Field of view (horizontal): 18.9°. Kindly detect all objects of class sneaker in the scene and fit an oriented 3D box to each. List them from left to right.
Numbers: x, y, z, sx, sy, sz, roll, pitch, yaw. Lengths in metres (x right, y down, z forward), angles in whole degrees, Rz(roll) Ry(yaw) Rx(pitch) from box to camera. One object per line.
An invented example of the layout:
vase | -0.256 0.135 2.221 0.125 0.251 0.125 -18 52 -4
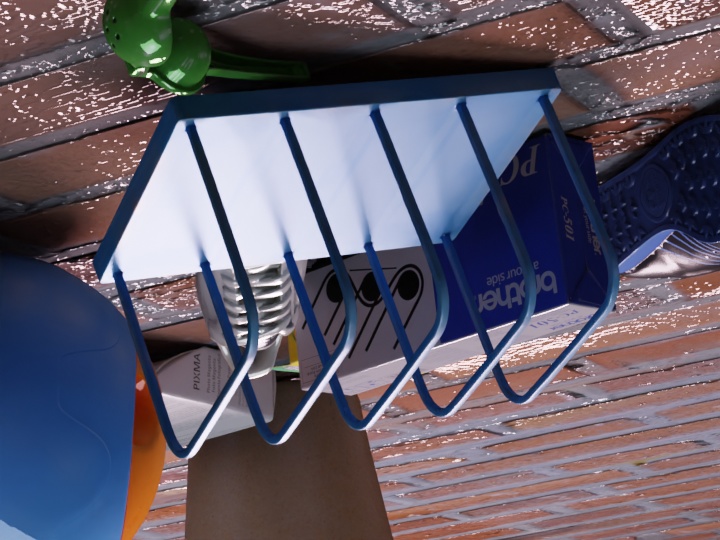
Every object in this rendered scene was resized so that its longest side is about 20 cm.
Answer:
sneaker | -0.055 -0.005 1.152 0.076 0.081 0.200 -4 162 -3
sneaker | 0.195 -0.040 1.166 0.078 0.071 0.200 -4 171 -26

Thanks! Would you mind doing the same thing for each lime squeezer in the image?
lime squeezer | -0.069 -0.104 0.891 0.071 0.038 0.200 -39 164 -4

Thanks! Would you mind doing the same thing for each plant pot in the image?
plant pot | -0.057 0.187 1.652 0.199 0.184 0.201 -6 164 -2

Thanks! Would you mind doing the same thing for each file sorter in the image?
file sorter | 0.000 0.000 1.013 0.199 0.123 0.139 -7 153 -28

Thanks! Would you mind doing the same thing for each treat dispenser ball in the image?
treat dispenser ball | -0.207 0.091 1.200 0.200 0.202 0.201 -6 165 -2

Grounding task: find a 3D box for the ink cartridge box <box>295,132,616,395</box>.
ink cartridge box | 0.045 0.001 1.187 0.199 0.095 0.044 -20 160 41

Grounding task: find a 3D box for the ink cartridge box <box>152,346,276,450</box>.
ink cartridge box | -0.182 0.086 1.511 0.162 0.057 0.200 -18 153 37

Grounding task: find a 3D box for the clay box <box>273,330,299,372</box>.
clay box | 0.041 0.025 1.364 0.115 0.048 0.200 7 161 -42
